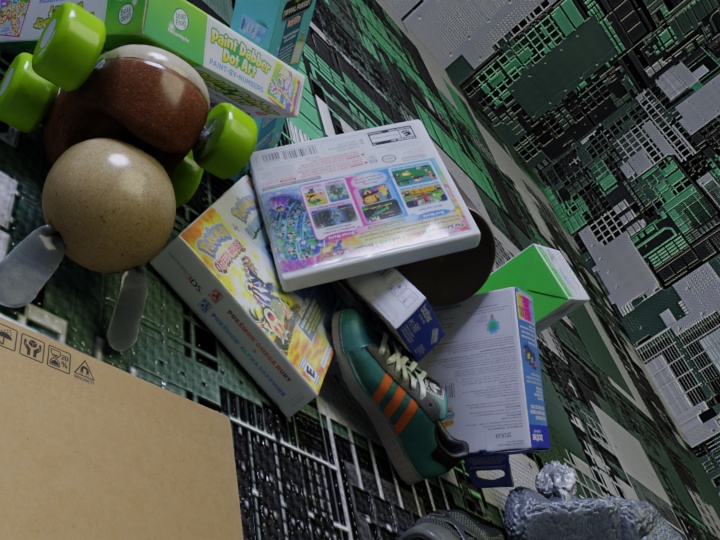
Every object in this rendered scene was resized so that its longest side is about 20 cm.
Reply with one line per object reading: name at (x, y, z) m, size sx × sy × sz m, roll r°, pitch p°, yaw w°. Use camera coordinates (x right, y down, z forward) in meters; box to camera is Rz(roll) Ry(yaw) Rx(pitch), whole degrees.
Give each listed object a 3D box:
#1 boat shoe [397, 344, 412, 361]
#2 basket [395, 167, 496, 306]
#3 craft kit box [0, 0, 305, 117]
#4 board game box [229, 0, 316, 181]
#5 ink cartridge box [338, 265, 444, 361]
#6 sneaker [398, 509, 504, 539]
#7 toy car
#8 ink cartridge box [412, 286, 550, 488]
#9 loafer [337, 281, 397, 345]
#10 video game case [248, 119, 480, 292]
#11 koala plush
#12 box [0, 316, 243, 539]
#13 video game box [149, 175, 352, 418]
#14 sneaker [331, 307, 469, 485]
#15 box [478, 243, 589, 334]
boat shoe at (0.073, 0.097, 0.941) m, size 0.069 × 0.071 × 0.203 m, roll -15°, pitch 71°, yaw -42°
basket at (0.074, -0.051, 0.878) m, size 0.179 × 0.137 × 0.201 m, roll 34°, pitch 11°, yaw -19°
craft kit box at (-0.181, -0.184, 0.659) m, size 0.199 × 0.194 × 0.050 m, roll 14°, pitch 82°, yaw -58°
board game box at (-0.106, -0.219, 0.814) m, size 0.046 × 0.204 × 0.152 m, roll 20°, pitch 28°, yaw 3°
ink cartridge box at (0.000, 0.000, 0.783) m, size 0.200 × 0.044 × 0.094 m, roll 45°, pitch -6°, yaw 31°
sneaker at (0.118, 0.304, 0.681) m, size 0.201 × 0.076 × 0.114 m, roll 53°, pitch 26°, yaw 13°
toy car at (-0.187, -0.050, 0.549) m, size 0.163 × 0.156 × 0.205 m, roll 27°, pitch 59°, yaw -36°
ink cartridge box at (0.130, 0.134, 0.834) m, size 0.076 × 0.134 × 0.205 m, roll 22°, pitch 61°, yaw -54°
loafer at (-0.004, 0.002, 0.906) m, size 0.202 × 0.062 × 0.072 m, roll 57°, pitch 21°, yaw 10°
video game case at (-0.003, -0.073, 0.759) m, size 0.024 × 0.195 × 0.184 m, roll 90°, pitch -16°, yaw -49°
koala plush at (0.238, 0.308, 0.824) m, size 0.200 × 0.179 × 0.182 m, roll 111°, pitch -30°, yaw -84°
box at (-0.149, 0.129, 0.450) m, size 0.199 × 0.021 × 0.166 m, roll 36°, pitch 27°, yaw -41°
video game box at (-0.092, 0.014, 0.726) m, size 0.183 × 0.047 × 0.201 m, roll 48°, pitch 21°, yaw -11°
sneaker at (0.042, 0.117, 0.751) m, size 0.203 × 0.079 × 0.072 m, roll 62°, pitch 18°, yaw -17°
box at (0.218, 0.057, 1.113) m, size 0.098 × 0.199 × 0.176 m, roll 59°, pitch 20°, yaw 16°
